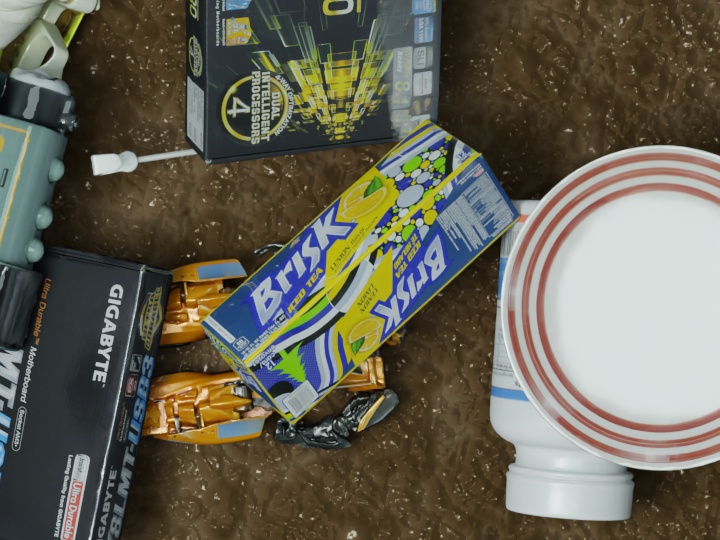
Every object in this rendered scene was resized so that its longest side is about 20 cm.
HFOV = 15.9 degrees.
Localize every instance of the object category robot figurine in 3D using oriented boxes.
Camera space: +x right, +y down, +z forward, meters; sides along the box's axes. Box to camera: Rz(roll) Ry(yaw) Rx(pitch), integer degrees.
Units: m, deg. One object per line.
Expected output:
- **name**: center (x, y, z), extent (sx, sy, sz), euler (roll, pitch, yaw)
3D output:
- **robot figurine**: center (-0.068, 0.052, 1.700), extent (0.199, 0.058, 0.146), euler (-8, 86, 2)

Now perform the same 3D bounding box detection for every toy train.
- **toy train**: center (-0.248, -0.041, 1.634), extent (0.113, 0.085, 0.201), euler (15, 86, 12)

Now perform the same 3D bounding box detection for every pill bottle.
- **pill bottle**: center (0.141, 0.057, 1.669), extent (0.112, 0.112, 0.201), euler (4, 91, 2)

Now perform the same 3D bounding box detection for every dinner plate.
- **dinner plate**: center (0.186, 0.023, 1.600), extent (0.199, 0.024, 0.201), euler (0, 89, 2)

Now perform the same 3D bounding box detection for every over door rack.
- **over door rack**: center (-0.095, -0.146, 1.691), extent (0.199, 0.067, 0.148), euler (-8, 90, -19)

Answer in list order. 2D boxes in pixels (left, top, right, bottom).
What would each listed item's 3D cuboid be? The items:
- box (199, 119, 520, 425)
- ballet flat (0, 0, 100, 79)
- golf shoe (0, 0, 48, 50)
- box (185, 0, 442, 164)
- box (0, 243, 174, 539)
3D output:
- **box**: center (0.000, 0.000, 1.630), extent (0.200, 0.070, 0.064), euler (-42, 126, -9)
- **ballet flat**: center (-0.206, -0.166, 1.699), extent (0.067, 0.067, 0.201), euler (22, 95, -40)
- **golf shoe**: center (-0.291, -0.187, 1.617), extent (0.199, 0.092, 0.076), euler (15, 49, -20)
- **box**: center (-0.029, -0.174, 1.615), extent (0.161, 0.049, 0.201), euler (-8, 116, -22)
- **box**: center (-0.233, 0.078, 1.679), extent (0.198, 0.050, 0.201), euler (12, 90, 26)
